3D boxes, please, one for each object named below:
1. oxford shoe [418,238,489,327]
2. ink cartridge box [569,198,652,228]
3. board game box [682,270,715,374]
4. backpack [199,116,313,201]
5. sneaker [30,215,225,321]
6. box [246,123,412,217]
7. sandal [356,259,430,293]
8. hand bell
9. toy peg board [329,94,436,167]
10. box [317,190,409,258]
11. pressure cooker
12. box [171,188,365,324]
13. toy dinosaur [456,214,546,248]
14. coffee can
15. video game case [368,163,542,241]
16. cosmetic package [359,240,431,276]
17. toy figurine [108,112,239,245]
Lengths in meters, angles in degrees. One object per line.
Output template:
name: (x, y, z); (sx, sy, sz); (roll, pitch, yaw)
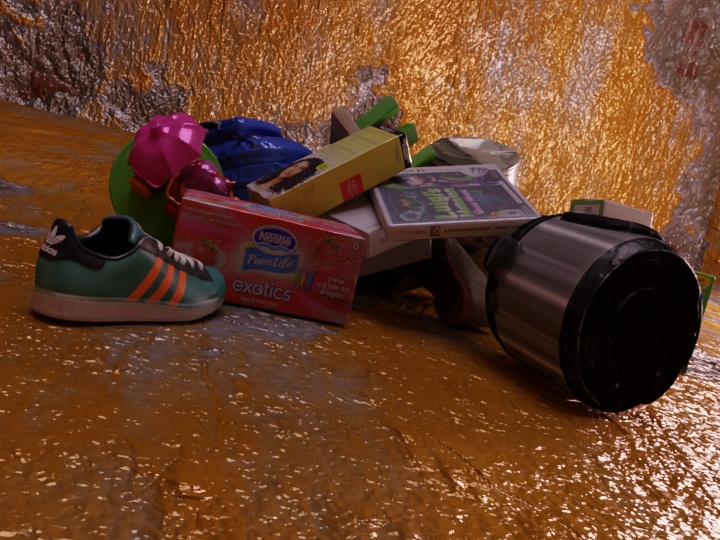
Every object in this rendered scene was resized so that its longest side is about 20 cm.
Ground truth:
oxford shoe: (0.126, 0.007, 1.029); (0.073, 0.071, 0.202); (17, 36, -25)
ink cartridge box: (0.307, 0.019, 0.973); (0.102, 0.206, 0.059); (8, -2, -36)
board game box: (0.371, 0.045, 1.069); (0.196, 0.138, 0.029); (17, 10, 20)
backpack: (-0.163, -0.135, 1.112); (0.196, 0.173, 0.161); (-1, 6, 32)
sneaker: (-0.187, -0.004, 0.669); (0.070, 0.082, 0.198); (19, 10, 31)
box: (-0.036, -0.115, 0.938); (0.197, 0.051, 0.075); (-29, 33, -23)
sandal: (0.000, 0.000, 1.040); (0.195, 0.049, 0.075); (4, 23, 16)
hand bell: (0.112, 0.013, 1.099); (0.195, 0.107, 0.104); (-4, 15, -20)
toy peg board: (0.048, -0.143, 1.153); (0.202, 0.097, 0.200); (53, -12, 10)
box: (-0.002, -0.080, 0.984); (0.142, 0.037, 0.198); (-21, 34, -36)
pressure cooker: (0.225, 0.033, 0.803); (0.175, 0.180, 0.199); (-21, 21, -18)
box: (-0.103, -0.017, 0.830); (0.195, 0.097, 0.103); (12, 9, -12)
toy dinosaur: (0.205, -0.055, 1.067); (0.133, 0.088, 0.199); (-16, 32, -27)
coffee can: (0.168, -0.091, 1.219); (0.142, 0.205, 0.147); (2, 28, -1)
video game case: (0.105, -0.088, 0.931); (0.177, 0.024, 0.201); (-3, 26, -6)
cosmetic package: (-0.026, -0.041, 1.009); (0.196, 0.053, 0.150); (-15, 24, -26)
toy figurine: (-0.208, -0.107, 0.915); (0.198, 0.152, 0.184); (37, -16, -7)
